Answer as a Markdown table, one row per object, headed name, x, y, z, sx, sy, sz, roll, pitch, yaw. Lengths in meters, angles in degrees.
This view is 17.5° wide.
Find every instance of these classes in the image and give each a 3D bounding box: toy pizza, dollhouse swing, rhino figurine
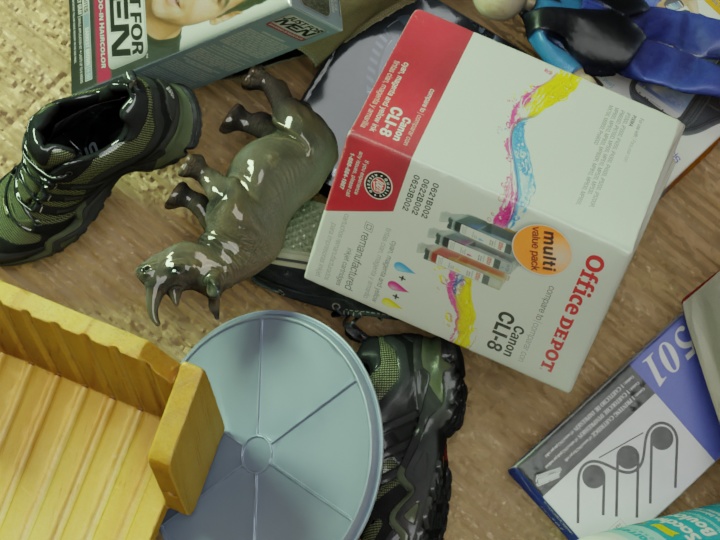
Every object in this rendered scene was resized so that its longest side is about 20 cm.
| name | x | y | z | sx | sy | sz | roll | pitch | yaw |
| --- | --- | --- | --- | --- | --- | --- | --- | --- | --- |
| toy pizza | -0.063 | 0.128 | 1.607 | 0.199 | 0.032 | 0.201 | -8 | 76 | 33 |
| dollhouse swing | -0.220 | 0.130 | 1.560 | 0.199 | 0.182 | 0.176 | 22 | 72 | 11 |
| rhino figurine | -0.087 | -0.042 | 1.599 | 0.087 | 0.060 | 0.200 | 31 | 66 | 4 |

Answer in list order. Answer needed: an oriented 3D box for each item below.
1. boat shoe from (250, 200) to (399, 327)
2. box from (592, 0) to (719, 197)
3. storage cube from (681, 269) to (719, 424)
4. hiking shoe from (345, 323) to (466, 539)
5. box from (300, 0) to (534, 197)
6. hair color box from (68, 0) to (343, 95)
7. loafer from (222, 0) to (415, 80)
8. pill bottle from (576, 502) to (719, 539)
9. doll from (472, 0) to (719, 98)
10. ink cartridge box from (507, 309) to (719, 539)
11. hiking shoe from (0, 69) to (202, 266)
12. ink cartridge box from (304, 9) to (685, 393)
| name | x | y | z | sx | sy | sz | roll | pitch | yaw |
| --- | --- | --- | --- | --- | --- | --- | --- | --- | --- |
| boat shoe | 0.000 | 0.000 | 1.642 | 0.199 | 0.062 | 0.075 | 16 | 55 | 13 |
| box | 0.207 | -0.127 | 1.667 | 0.119 | 0.042 | 0.200 | 44 | 58 | 7 |
| storage cube | 0.350 | 0.052 | 1.580 | 0.179 | 0.171 | 0.201 | -6 | 67 | -25 |
| hiking shoe | 0.012 | 0.138 | 1.630 | 0.100 | 0.076 | 0.201 | 8 | 71 | 15 |
| box | 0.059 | -0.098 | 1.686 | 0.199 | 0.044 | 0.161 | 32 | 80 | 1 |
| hair color box | -0.110 | -0.187 | 1.618 | 0.199 | 0.061 | 0.100 | -18 | 67 | 33 |
| loafer | -0.029 | -0.182 | 1.644 | 0.199 | 0.076 | 0.068 | -18 | 59 | 30 |
| pill bottle | 0.200 | 0.223 | 1.572 | 0.199 | 0.111 | 0.111 | -8 | 80 | -37 |
| doll | 0.172 | -0.171 | 1.629 | 0.199 | 0.049 | 0.137 | 14 | 50 | -7 |
| ink cartridge box | 0.210 | 0.109 | 1.663 | 0.200 | 0.044 | 0.094 | -42 | 87 | -10 |
| hiking shoe | -0.210 | -0.078 | 1.611 | 0.200 | 0.101 | 0.076 | -36 | 60 | 17 |
| ink cartridge box | 0.090 | -0.046 | 1.553 | 0.199 | 0.146 | 0.145 | 23 | 45 | 4 |
